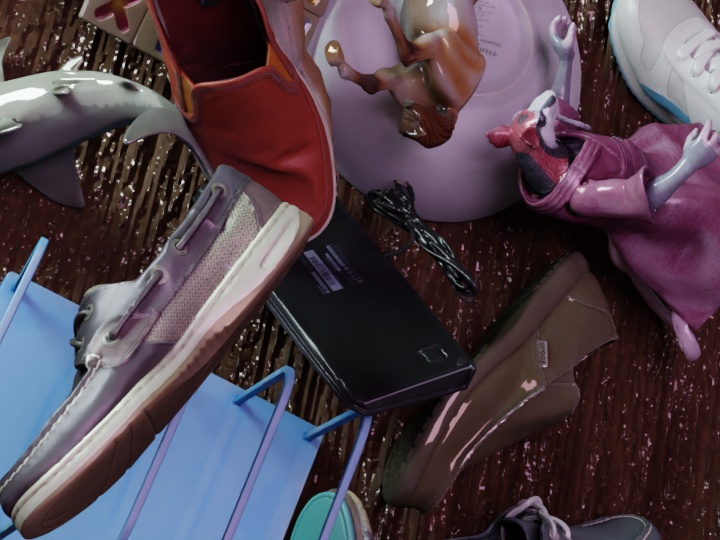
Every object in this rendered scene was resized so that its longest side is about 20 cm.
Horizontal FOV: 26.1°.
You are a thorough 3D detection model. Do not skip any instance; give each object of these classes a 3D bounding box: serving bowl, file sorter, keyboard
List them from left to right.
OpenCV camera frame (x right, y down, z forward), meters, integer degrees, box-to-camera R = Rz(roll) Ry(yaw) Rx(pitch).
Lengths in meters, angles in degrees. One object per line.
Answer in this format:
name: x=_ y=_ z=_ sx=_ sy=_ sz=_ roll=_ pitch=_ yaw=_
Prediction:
file sorter: x=-0.112 y=0.094 z=0.790 sx=0.198 sy=0.123 sz=0.140 roll=28 pitch=67 yaw=-13
keyboard: x=0.000 y=0.000 z=0.857 sx=0.126 sy=0.021 sz=0.200 roll=-16 pitch=46 yaw=-25
serving bowl: x=0.055 y=-0.136 z=0.953 sx=0.197 sy=0.066 sz=0.203 roll=6 pitch=72 yaw=-20

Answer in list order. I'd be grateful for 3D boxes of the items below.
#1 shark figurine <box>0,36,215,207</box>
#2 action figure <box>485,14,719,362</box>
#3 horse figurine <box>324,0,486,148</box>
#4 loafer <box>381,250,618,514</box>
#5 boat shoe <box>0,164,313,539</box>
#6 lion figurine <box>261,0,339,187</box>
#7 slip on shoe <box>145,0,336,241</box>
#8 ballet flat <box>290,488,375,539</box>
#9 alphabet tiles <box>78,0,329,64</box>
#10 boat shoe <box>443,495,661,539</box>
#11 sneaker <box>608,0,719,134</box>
shark figurine: x=-0.154 y=-0.064 z=0.829 sx=0.129 sy=0.212 sz=0.090 roll=-69 pitch=148 yaw=-47
action figure: x=0.146 y=-0.051 z=0.925 sx=0.198 sy=0.150 sz=0.134 roll=12 pitch=28 yaw=-33
horse figurine: x=0.037 y=-0.147 z=0.870 sx=0.132 sy=0.049 sz=0.203 roll=30 pitch=55 yaw=-47
loafer: x=0.089 y=0.071 z=0.902 sx=0.067 sy=0.076 sz=0.200 roll=42 pitch=65 yaw=1
boat shoe: x=-0.101 y=0.032 z=0.708 sx=0.065 sy=0.072 sz=0.200 roll=38 pitch=67 yaw=5
lion figurine: x=-0.047 y=-0.136 z=0.860 sx=0.071 sy=0.123 sz=0.203 roll=-1 pitch=118 yaw=-1
slip on shoe: x=-0.064 y=-0.095 z=0.778 sx=0.073 sy=0.061 sz=0.202 roll=-16 pitch=119 yaw=5
ballet flat: x=-0.012 y=0.222 z=0.834 sx=0.071 sy=0.072 sz=0.203 roll=12 pitch=71 yaw=-18
alphabet tiles: x=-0.075 y=-0.212 z=0.879 sx=0.165 sy=0.006 sz=0.202 roll=26 pitch=87 yaw=-27
boat shoe: x=0.099 y=0.161 z=0.864 sx=0.198 sy=0.072 sz=0.063 roll=-12 pitch=100 yaw=-37
sneaker: x=0.241 y=-0.113 z=1.013 sx=0.076 sy=0.081 sz=0.201 roll=-36 pitch=89 yaw=-24
